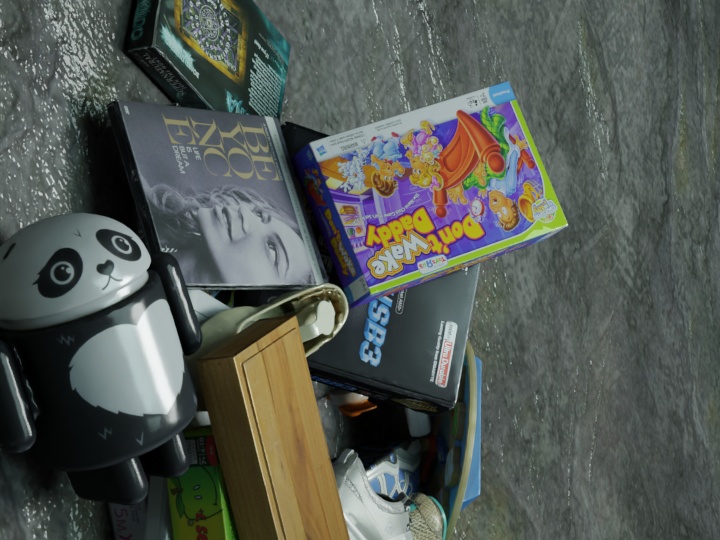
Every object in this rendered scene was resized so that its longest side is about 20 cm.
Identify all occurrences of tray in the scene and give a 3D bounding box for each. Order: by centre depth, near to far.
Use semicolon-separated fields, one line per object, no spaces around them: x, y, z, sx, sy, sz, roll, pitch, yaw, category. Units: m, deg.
-0.058;0.143;1.555;0.099;0.037;0.201;-34;114;-59;tray

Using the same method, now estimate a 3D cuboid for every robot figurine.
-0.183;0.059;1.483;0.150;0.124;0.201;-76;151;-72;robot figurine

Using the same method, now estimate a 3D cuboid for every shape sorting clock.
0.074;0.160;1.967;0.200;0.039;0.201;-175;-90;-79;shape sorting clock

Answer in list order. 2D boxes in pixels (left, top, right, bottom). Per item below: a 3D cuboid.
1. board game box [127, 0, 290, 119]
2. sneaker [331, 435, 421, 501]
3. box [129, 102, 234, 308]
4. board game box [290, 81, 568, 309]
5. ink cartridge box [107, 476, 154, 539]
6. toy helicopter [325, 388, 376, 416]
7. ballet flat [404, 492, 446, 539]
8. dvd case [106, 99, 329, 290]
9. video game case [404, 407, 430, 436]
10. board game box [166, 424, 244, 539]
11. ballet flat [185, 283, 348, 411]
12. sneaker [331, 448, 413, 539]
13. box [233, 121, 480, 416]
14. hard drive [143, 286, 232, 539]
-0.122;-0.184;1.789;0.200;0.028;0.136;48;42;-49;board game box
0.010;0.196;1.886;0.200;0.075;0.077;-13;94;-65;sneaker
-0.139;-0.017;1.698;0.110;0.035;0.201;38;49;-54;box
0.059;-0.064;1.789;0.199;0.045;0.135;-19;83;-27;board game box
-0.123;0.189;1.665;0.200;0.042;0.120;-18;99;-65;ink cartridge box
-0.005;0.074;1.904;0.200;0.079;0.133;42;38;-70;toy helicopter
0.035;0.280;1.906;0.075;0.068;0.201;-22;135;-23;ballet flat
-0.107;-0.056;1.676;0.200;0.016;0.149;1;67;-55;dvd case
0.036;0.024;1.961;0.182;0.022;0.201;-90;168;-70;video game case
-0.087;0.212;1.575;0.101;0.047;0.201;-5;88;-60;board game box
-0.068;0.053;1.637;0.200;0.069;0.070;-33;112;-58;ballet flat
0.026;0.226;1.789;0.082;0.075;0.200;-55;133;-18;sneaker
0.000;0.000;1.798;0.198;0.050;0.201;18;71;-15;box
-0.110;0.127;1.635;0.132;0.027;0.201;35;53;-53;hard drive
